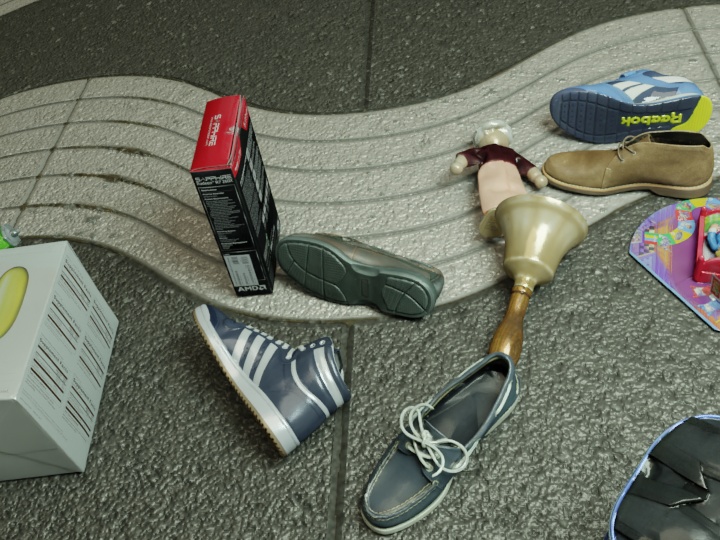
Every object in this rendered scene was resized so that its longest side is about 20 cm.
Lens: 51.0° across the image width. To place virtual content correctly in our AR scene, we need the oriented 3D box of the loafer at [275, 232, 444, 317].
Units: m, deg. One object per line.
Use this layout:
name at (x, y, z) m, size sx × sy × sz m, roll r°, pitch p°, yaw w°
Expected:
loafer at (0.000, 0.000, 0.869) m, size 0.199 × 0.072 × 0.063 m, roll 19°, pitch 33°, yaw 18°

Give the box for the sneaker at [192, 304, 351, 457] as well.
sneaker at (-0.090, 0.088, 0.790) m, size 0.108 × 0.070 × 0.200 m, roll -34°, pitch 56°, yaw -13°

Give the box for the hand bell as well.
hand bell at (0.168, 0.030, 0.795) m, size 0.103 × 0.104 × 0.201 m, roll 10°, pitch 62°, yaw 21°

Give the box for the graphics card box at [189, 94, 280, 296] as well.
graphics card box at (-0.138, -0.081, 0.872) m, size 0.050 × 0.201 × 0.126 m, roll -6°, pitch 47°, yaw 6°

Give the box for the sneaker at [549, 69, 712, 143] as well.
sneaker at (0.346, -0.218, 0.986) m, size 0.198 × 0.074 × 0.083 m, roll 3°, pitch 46°, yaw 5°

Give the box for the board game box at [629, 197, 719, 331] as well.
board game box at (0.398, -0.025, 0.811) m, size 0.157 × 0.039 × 0.200 m, roll -25°, pitch 48°, yaw -11°

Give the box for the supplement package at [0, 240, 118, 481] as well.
supplement package at (-0.387, 0.098, 0.794) m, size 0.190 × 0.148 × 0.201 m, roll -8°, pitch 47°, yaw 5°

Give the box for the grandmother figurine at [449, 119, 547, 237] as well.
grandmother figurine at (0.170, -0.122, 0.946) m, size 0.120 × 0.061 × 0.201 m, roll 16°, pitch 44°, yaw -11°

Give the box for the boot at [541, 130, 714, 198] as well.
boot at (0.319, -0.137, 0.911) m, size 0.199 × 0.076 × 0.074 m, roll 4°, pitch 50°, yaw 20°

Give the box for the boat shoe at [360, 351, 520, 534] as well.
boat shoe at (0.074, 0.155, 0.693) m, size 0.200 × 0.062 × 0.075 m, roll -39°, pitch 58°, yaw -14°

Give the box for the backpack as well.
backpack at (0.276, 0.221, 0.534) m, size 0.200 × 0.147 × 0.183 m, roll 33°, pitch 62°, yaw 31°

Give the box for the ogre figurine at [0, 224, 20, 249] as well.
ogre figurine at (-0.499, -0.012, 0.945) m, size 0.098 × 0.200 × 0.120 m, roll 50°, pitch 50°, yaw 1°
